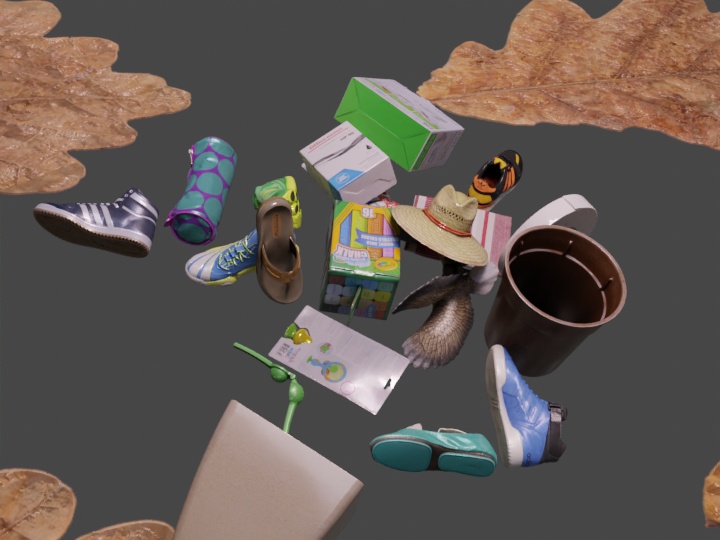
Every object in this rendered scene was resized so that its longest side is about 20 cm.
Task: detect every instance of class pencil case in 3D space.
[{"bbox_3d":[-0.284,-0.145,1.359,0.092,0.085,0.201,20,49,-17],"label":"pencil case"}]

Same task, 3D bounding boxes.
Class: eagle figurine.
[{"bbox_3d":[0.134,0.051,1.281,0.151,0.151,0.201,32,40,-6],"label":"eagle figurine"}]

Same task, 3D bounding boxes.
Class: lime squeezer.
[{"bbox_3d":[-0.131,0.183,1.180,0.070,0.038,0.201,-32,62,4],"label":"lime squeezer"}]

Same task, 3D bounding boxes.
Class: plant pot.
[{"bbox_3d":[0.307,0.063,1.259,0.198,0.199,0.202,6,52,-7],"label":"plant pot"},{"bbox_3d":[-0.131,0.320,0.978,0.199,0.200,0.178,30,64,11],"label":"plant pot"}]

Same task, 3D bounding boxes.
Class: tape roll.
[{"bbox_3d":[0.335,-0.050,1.351,0.201,0.204,0.037,-21,57,-26],"label":"tape roll"}]

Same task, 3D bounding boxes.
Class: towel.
[{"bbox_3d":[0.189,-0.067,1.448,0.198,0.023,0.145,14,53,1],"label":"towel"}]

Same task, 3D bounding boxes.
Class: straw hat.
[{"bbox_3d":[0.154,-0.097,1.271,0.200,0.086,0.201,25,22,-10],"label":"straw hat"}]

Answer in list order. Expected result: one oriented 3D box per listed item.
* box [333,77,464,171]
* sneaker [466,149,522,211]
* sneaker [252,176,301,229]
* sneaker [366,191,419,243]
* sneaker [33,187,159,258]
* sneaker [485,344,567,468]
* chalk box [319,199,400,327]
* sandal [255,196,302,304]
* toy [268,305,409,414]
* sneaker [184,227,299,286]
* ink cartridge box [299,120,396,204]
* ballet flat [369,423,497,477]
[{"bbox_3d":[0.081,-0.297,1.511,0.199,0.097,0.176,38,26,16],"label":"box"},{"bbox_3d":[0.283,-0.199,1.525,0.070,0.090,0.200,33,53,14],"label":"sneaker"},{"bbox_3d":[-0.150,-0.115,1.349,0.083,0.075,0.200,-12,19,-2],"label":"sneaker"},{"bbox_3d":[0.062,-0.111,1.410,0.199,0.068,0.109,-1,52,2],"label":"sneaker"},{"bbox_3d":[-0.446,-0.098,1.294,0.198,0.070,0.109,17,55,-8],"label":"sneaker"},{"bbox_3d":[0.269,0.213,1.209,0.110,0.077,0.201,-2,57,-7],"label":"sneaker"},{"bbox_3d":[0.000,0.000,1.287,0.123,0.125,0.201,8,53,-6],"label":"chalk box"},{"bbox_3d":[-0.128,-0.023,1.229,0.080,0.202,0.054,-20,38,-26],"label":"sandal"},{"bbox_3d":[-0.035,0.148,1.213,0.199,0.047,0.115,28,55,14],"label":"toy"},{"bbox_3d":[-0.199,-0.036,1.280,0.198,0.105,0.076,-11,55,-21],"label":"sneaker"},{"bbox_3d":[-0.035,-0.205,1.421,0.116,0.068,0.200,-34,46,-10],"label":"ink cartridge box"},{"bbox_3d":[0.108,0.270,1.149,0.198,0.068,0.071,9,27,-6],"label":"ballet flat"}]
